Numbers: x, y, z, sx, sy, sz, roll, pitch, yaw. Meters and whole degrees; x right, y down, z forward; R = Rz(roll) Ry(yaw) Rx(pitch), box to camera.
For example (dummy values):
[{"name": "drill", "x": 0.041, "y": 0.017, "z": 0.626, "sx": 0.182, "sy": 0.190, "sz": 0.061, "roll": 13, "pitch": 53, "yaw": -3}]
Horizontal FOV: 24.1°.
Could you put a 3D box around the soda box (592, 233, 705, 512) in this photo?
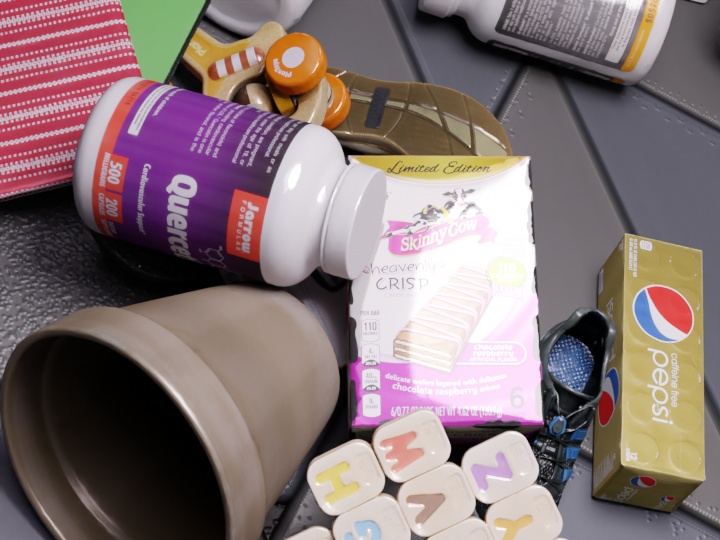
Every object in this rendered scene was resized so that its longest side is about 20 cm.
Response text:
[{"name": "soda box", "x": 0.219, "y": 0.077, "z": 1.280, "sx": 0.067, "sy": 0.064, "sz": 0.201, "roll": 12, "pitch": 59, "yaw": -9}]

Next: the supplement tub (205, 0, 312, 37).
[{"name": "supplement tub", "x": -0.060, "y": -0.298, "z": 1.385, "sx": 0.122, "sy": 0.123, "sz": 0.200, "roll": 30, "pitch": 58, "yaw": 3}]

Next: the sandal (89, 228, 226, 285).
[{"name": "sandal", "x": -0.111, "y": -0.017, "z": 1.259, "sx": 0.199, "sy": 0.048, "sz": 0.076, "roll": 5, "pitch": 63, "yaw": -28}]

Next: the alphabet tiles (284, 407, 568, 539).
[{"name": "alphabet tiles", "x": 0.045, "y": 0.200, "z": 1.128, "sx": 0.195, "sy": 0.015, "sz": 0.201, "roll": -25, "pitch": 91, "yaw": -3}]

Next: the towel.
[{"name": "towel", "x": -0.239, "y": -0.146, "z": 1.270, "sx": 0.144, "sy": 0.023, "sz": 0.201, "roll": -14, "pitch": 62, "yaw": -8}]

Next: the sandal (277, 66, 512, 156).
[{"name": "sandal", "x": 0.028, "y": -0.110, "z": 1.346, "sx": 0.199, "sy": 0.054, "sz": 0.081, "roll": 16, "pitch": 63, "yaw": 11}]

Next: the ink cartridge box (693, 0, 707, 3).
[{"name": "ink cartridge box", "x": 0.275, "y": -0.364, "z": 1.469, "sx": 0.146, "sy": 0.200, "sz": 0.145, "roll": 12, "pitch": 58, "yaw": -8}]

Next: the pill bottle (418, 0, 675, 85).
[{"name": "pill bottle", "x": 0.156, "y": -0.236, "z": 1.413, "sx": 0.199, "sy": 0.117, "sz": 0.117, "roll": 16, "pitch": 58, "yaw": -6}]

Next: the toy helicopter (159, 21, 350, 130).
[{"name": "toy helicopter", "x": -0.114, "y": -0.148, "z": 1.316, "sx": 0.200, "sy": 0.079, "sz": 0.132, "roll": 39, "pitch": 83, "yaw": 27}]

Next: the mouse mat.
[{"name": "mouse mat", "x": -0.231, "y": -0.187, "z": 1.309, "sx": 0.199, "sy": 0.008, "sz": 0.162, "roll": 18, "pitch": 62, "yaw": 11}]

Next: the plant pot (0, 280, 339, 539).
[{"name": "plant pot", "x": -0.111, "y": 0.094, "z": 1.124, "sx": 0.200, "sy": 0.200, "sz": 0.173, "roll": 43, "pitch": 42, "yaw": 11}]

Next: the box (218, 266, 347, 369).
[{"name": "box", "x": 0.000, "y": 0.000, "z": 1.257, "sx": 0.199, "sy": 0.041, "sz": 0.120, "roll": -24, "pitch": 85, "yaw": -34}]

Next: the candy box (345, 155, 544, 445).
[{"name": "candy box", "x": 0.057, "y": 0.020, "z": 1.195, "sx": 0.135, "sy": 0.061, "sz": 0.201, "roll": -1, "pitch": 71, "yaw": -3}]

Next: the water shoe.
[{"name": "water shoe", "x": 0.131, "y": 0.111, "z": 1.227, "sx": 0.071, "sy": 0.079, "sz": 0.201, "roll": 23, "pitch": 57, "yaw": -1}]

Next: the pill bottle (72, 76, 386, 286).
[{"name": "pill bottle", "x": -0.088, "y": -0.057, "z": 1.150, "sx": 0.199, "sy": 0.113, "sz": 0.113, "roll": 16, "pitch": 56, "yaw": 14}]
